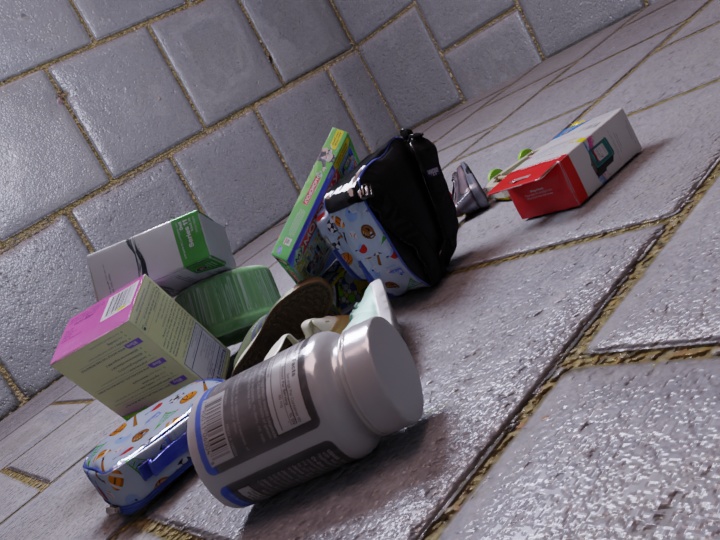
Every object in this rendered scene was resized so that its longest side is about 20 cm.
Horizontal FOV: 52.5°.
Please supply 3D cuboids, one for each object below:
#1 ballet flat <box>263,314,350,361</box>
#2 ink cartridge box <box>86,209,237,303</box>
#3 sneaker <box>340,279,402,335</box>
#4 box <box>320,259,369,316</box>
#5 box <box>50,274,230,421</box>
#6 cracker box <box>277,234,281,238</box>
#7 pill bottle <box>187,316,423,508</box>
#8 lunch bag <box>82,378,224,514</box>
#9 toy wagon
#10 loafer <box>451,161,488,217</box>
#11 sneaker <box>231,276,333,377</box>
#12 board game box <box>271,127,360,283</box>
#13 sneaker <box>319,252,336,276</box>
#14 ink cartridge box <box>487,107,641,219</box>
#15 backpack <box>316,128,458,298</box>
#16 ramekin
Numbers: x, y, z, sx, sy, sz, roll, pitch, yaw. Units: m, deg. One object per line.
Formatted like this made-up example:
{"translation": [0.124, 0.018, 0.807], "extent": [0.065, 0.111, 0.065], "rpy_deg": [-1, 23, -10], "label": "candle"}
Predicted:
{"translation": [-0.068, 0.100, 0.955], "extent": [0.068, 0.064, 0.199], "rpy_deg": [-21, 15, 48], "label": "ballet flat"}
{"translation": [-0.317, -0.011, 1.183], "extent": [0.195, 0.085, 0.147], "rpy_deg": [-21, -10, 4], "label": "ink cartridge box"}
{"translation": [-0.011, 0.077, 0.855], "extent": [0.116, 0.075, 0.201], "rpy_deg": [-24, 14, 5], "label": "sneaker"}
{"translation": [0.000, 0.000, 1.117], "extent": [0.063, 0.071, 0.201], "rpy_deg": [-15, 28, 48], "label": "box"}
{"translation": [-0.331, 0.134, 1.123], "extent": [0.173, 0.201, 0.098], "rpy_deg": [-26, 35, 24], "label": "box"}
{"translation": [-0.062, -0.024, 1.283], "extent": [0.057, 0.136, 0.199], "rpy_deg": [-35, 11, -24], "label": "cracker box"}
{"translation": [-0.049, 0.126, 0.657], "extent": [0.196, 0.116, 0.114], "rpy_deg": [-27, 11, 20], "label": "pill bottle"}
{"translation": [-0.245, 0.217, 0.911], "extent": [0.199, 0.077, 0.159], "rpy_deg": [-38, 15, -33], "label": "lunch bag"}
{"translation": [0.304, -0.185, 1.228], "extent": [0.197, 0.040, 0.155], "rpy_deg": [-33, 11, -9], "label": "toy wagon"}
{"translation": [0.184, -0.145, 1.314], "extent": [0.062, 0.073, 0.201], "rpy_deg": [-33, 14, 12], "label": "loafer"}
{"translation": [-0.116, 0.076, 1.046], "extent": [0.201, 0.067, 0.090], "rpy_deg": [-49, 18, 11], "label": "sneaker"}
{"translation": [-0.056, -0.084, 1.063], "extent": [0.204, 0.028, 0.135], "rpy_deg": [-65, -18, -13], "label": "board game box"}
{"translation": [-0.071, 0.062, 1.144], "extent": [0.202, 0.077, 0.070], "rpy_deg": [-56, 19, -10], "label": "sneaker"}
{"translation": [0.280, -0.137, 1.009], "extent": [0.199, 0.068, 0.115], "rpy_deg": [-38, 12, -27], "label": "ink cartridge box"}
{"translation": [0.043, -0.061, 1.019], "extent": [0.153, 0.192, 0.200], "rpy_deg": [-27, 14, 44], "label": "backpack"}
{"translation": [-0.226, 0.068, 1.264], "extent": [0.195, 0.100, 0.200], "rpy_deg": [-20, -8, -3], "label": "ramekin"}
